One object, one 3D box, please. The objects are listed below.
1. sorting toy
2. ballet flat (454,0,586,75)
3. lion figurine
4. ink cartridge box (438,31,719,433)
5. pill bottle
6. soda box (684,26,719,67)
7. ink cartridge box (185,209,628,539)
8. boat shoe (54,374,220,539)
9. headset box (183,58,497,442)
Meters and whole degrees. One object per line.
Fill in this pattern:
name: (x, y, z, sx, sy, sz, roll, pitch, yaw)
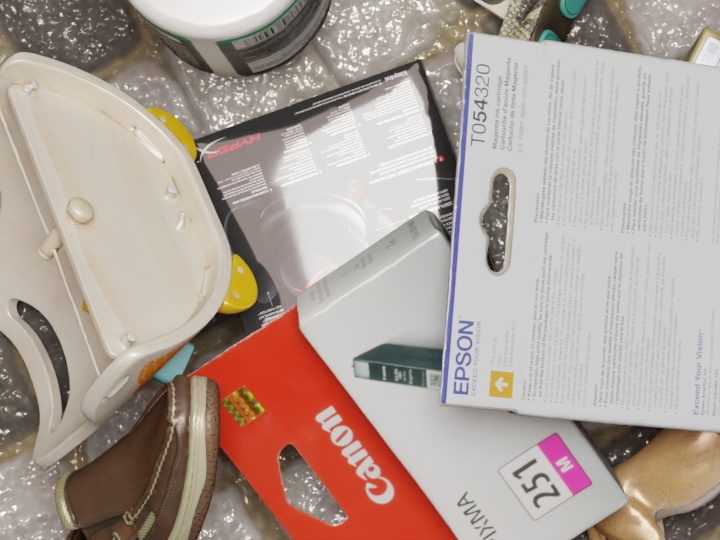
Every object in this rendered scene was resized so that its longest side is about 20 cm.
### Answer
sorting toy: (-0.159, 0.014, 1.198, 0.180, 0.106, 0.201, -48, 55, 39)
ballet flat: (0.097, -0.147, 1.251, 0.075, 0.068, 0.201, 13, 81, 25)
lion figurine: (0.185, 0.113, 1.224, 0.200, 0.072, 0.122, -46, 79, 3)
ink cartridge box: (0.133, -0.017, 1.144, 0.199, 0.043, 0.198, 7, 85, -18)
pill bottle: (-0.072, -0.168, 1.184, 0.112, 0.200, 0.114, 0, 87, 2)
soda box: (0.177, -0.034, 1.232, 0.064, 0.068, 0.201, 28, 88, 3)
ink cartridge box: (0.022, 0.094, 1.178, 0.173, 0.044, 0.200, -34, 110, 6)
boat shoe: (-0.131, 0.131, 1.175, 0.074, 0.203, 0.075, 9, 44, -15)
headset box: (0.000, 0.000, 1.234, 0.148, 0.075, 0.201, -20, 86, 2)
